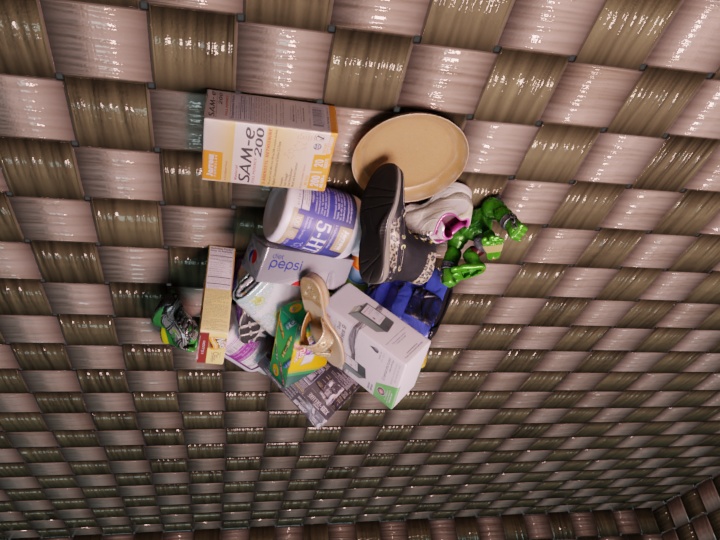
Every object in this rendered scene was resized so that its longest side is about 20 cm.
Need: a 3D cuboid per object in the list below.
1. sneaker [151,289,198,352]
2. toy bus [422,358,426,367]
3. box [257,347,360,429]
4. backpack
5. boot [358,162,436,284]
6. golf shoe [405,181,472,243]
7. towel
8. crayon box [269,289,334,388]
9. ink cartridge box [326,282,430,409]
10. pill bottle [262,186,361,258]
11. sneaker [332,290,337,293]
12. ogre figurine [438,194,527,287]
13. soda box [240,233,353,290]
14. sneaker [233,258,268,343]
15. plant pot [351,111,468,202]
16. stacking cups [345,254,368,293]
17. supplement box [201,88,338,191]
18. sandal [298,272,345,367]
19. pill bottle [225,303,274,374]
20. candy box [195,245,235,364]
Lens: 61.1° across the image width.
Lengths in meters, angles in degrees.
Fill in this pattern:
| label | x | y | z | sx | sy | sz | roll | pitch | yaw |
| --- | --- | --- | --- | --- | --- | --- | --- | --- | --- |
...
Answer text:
| label | x | y | z | sx | sy | sz | roll | pitch | yaw |
| --- | --- | --- | --- | --- | --- | --- | --- | --- | --- |
| sneaker | -0.386 | 0.110 | 1.311 | 0.085 | 0.078 | 0.200 | 23 | 150 | 9 |
| toy bus | 0.036 | 0.150 | 1.418 | 0.199 | 0.136 | 0.192 | -15 | 130 | 14 |
| box | -0.108 | 0.230 | 1.372 | 0.200 | 0.158 | 0.050 | 46 | 132 | 4 |
| backpack | 0.095 | 0.068 | 1.254 | 0.168 | 0.200 | 0.163 | 35 | 140 | 1 |
| boot | 0.071 | -0.072 | 1.067 | 0.073 | 0.204 | 0.153 | 6 | 178 | 41 |
| golf shoe | 0.122 | -0.084 | 1.140 | 0.200 | 0.092 | 0.075 | -32 | 138 | 32 |
| towel | -0.138 | 0.027 | 1.208 | 0.200 | 0.048 | 0.171 | -43 | 141 | -7 |
| crayon box | -0.114 | 0.138 | 1.252 | 0.119 | 0.058 | 0.200 | -26 | 145 | -38 |
| ink cartridge box | 0.017 | 0.142 | 1.155 | 0.084 | 0.200 | 0.146 | -37 | 152 | -38 |
| pill bottle | -0.060 | -0.087 | 1.083 | 0.199 | 0.120 | 0.120 | 14 | 139 | -26 |
| sneaker | -0.113 | 0.100 | 1.355 | 0.199 | 0.081 | 0.115 | 1 | 142 | -12 |
| ogre figurine | 0.222 | -0.061 | 1.162 | 0.098 | 0.120 | 0.200 | 10 | 139 | -14 |
| soda box | -0.112 | -0.013 | 1.117 | 0.200 | 0.063 | 0.068 | 8 | 111 | -42 |
| sneaker | -0.226 | 0.062 | 1.265 | 0.080 | 0.083 | 0.201 | -12 | 125 | -24 |
| plant pot | 0.083 | -0.194 | 1.039 | 0.199 | 0.028 | 0.200 | -5 | 144 | -4 |
| stacking cups | 0.000 | 0.000 | 1.255 | 0.060 | 0.061 | 0.200 | 2 | 142 | -12 |
| supplement box | -0.144 | -0.199 | 0.956 | 0.199 | 0.074 | 0.126 | 3 | 142 | -13 |
| sandal | -0.088 | 0.108 | 1.111 | 0.077 | 0.070 | 0.212 | 17 | 131 | 37 |
| pill bottle | -0.260 | 0.163 | 1.390 | 0.112 | 0.113 | 0.200 | -22 | 140 | 20 |
| candy box | -0.279 | 0.065 | 1.180 | 0.055 | 0.201 | 0.116 | 7 | 141 | -15 |
